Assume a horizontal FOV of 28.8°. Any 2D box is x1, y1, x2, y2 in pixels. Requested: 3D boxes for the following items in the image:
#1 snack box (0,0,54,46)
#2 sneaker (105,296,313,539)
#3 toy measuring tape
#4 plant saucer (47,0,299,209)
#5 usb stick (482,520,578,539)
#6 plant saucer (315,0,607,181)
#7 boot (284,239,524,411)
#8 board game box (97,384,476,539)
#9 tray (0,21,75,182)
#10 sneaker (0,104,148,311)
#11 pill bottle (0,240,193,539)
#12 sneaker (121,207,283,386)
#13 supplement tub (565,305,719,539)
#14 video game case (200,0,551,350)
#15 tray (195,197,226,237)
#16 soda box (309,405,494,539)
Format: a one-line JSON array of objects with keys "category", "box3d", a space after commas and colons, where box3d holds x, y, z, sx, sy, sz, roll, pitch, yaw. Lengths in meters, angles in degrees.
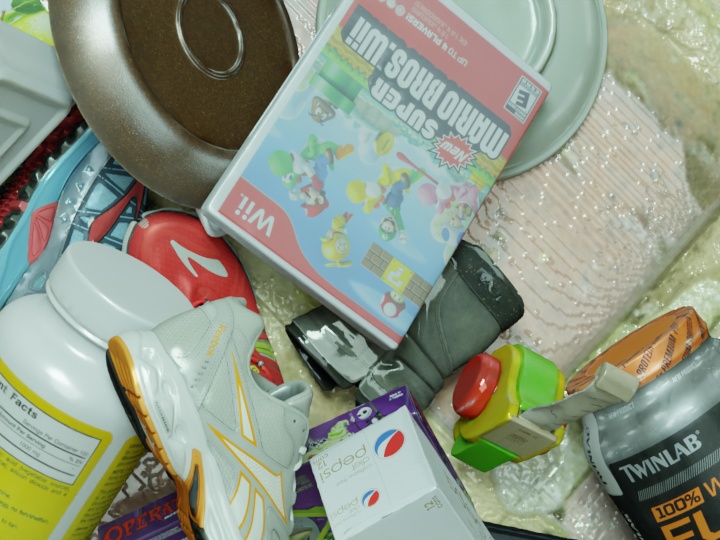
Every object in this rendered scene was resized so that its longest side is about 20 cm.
[{"category": "snack box", "box3d": [-0.282, -0.114, 0.842, 0.199, 0.053, 0.143, -35, 69, -9]}, {"category": "sneaker", "box3d": [-0.054, 0.108, 0.742, 0.092, 0.076, 0.201, -28, 110, -18]}, {"category": "toy measuring tape", "box3d": [0.107, 0.068, 0.833, 0.073, 0.200, 0.074, 8, 67, -20]}, {"category": "plant saucer", "box3d": [-0.098, -0.137, 0.834, 0.199, 0.032, 0.202, 21, 62, -46]}, {"category": "usb stick", "box3d": [0.098, 0.192, 0.897, 0.198, 0.033, 0.056, 12, 83, -7]}, {"category": "plant saucer", "box3d": [0.071, -0.159, 0.915, 0.198, 0.050, 0.202, 1, 85, -7]}, {"category": "boot", "box3d": [0.000, 0.000, 0.882, 0.130, 0.068, 0.200, -41, 93, -11]}, {"category": "board game box", "box3d": [-0.039, 0.151, 0.826, 0.199, 0.032, 0.120, -25, 128, 5]}, {"category": "tray", "box3d": [-0.240, -0.052, 0.791, 0.200, 0.107, 0.022, -44, 69, 12]}, {"category": "sneaker", "box3d": [-0.168, -0.041, 0.873, 0.095, 0.079, 0.201, 43, 73, -30]}, {"category": "pill bottle", "box3d": [-0.179, 0.088, 0.799, 0.112, 0.112, 0.201, 34, 103, -3]}, {"category": "sneaker", "box3d": [-0.078, 0.053, 0.845, 0.077, 0.085, 0.201, -27, 102, -14]}, {"category": "supplement tub", "box3d": [0.221, 0.131, 0.873, 0.122, 0.123, 0.201, -34, 90, -9]}, {"category": "video game case", "box3d": [0.014, -0.075, 0.842, 0.143, 0.017, 0.201, 36, 74, -16]}, {"category": "tray", "box3d": [-0.101, -0.124, 0.870, 0.022, 0.107, 0.202, -17, 95, 34]}, {"category": "soda box", "box3d": [0.047, 0.172, 0.799, 0.063, 0.068, 0.201, -29, 128, 5]}]
